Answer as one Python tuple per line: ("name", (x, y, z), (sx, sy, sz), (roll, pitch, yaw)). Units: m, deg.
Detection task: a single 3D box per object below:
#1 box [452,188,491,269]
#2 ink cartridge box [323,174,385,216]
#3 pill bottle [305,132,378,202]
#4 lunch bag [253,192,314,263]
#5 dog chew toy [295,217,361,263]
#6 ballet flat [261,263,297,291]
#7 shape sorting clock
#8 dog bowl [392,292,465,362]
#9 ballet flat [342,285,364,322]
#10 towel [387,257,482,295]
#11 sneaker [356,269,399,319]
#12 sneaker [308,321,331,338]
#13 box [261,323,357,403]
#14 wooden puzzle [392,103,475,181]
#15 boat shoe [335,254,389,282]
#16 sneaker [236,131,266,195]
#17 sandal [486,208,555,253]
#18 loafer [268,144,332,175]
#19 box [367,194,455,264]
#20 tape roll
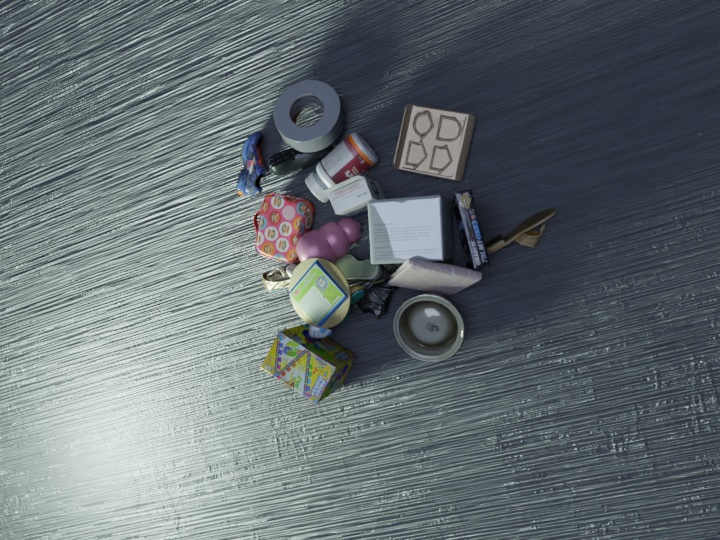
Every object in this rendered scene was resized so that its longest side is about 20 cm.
("box", (0.288, -0.103, 1.597), (0.049, 0.200, 0.199), (-15, 89, 5))
("ink cartridge box", (-0.013, -0.204, 1.686), (0.115, 0.200, 0.067), (-22, 85, 17))
("pill bottle", (-0.056, -0.292, 1.743), (0.200, 0.110, 0.110), (-39, 81, 15))
("lunch bag", (-0.240, -0.130, 1.820), (0.176, 0.082, 0.201), (16, 97, 16))
("dog chew toy", (-0.085, -0.080, 1.751), (0.200, 0.125, 0.125), (-33, 82, -9))
("ballet flat", (-0.216, 0.017, 1.803), (0.199, 0.071, 0.065), (-14, 119, 29))
("shape sorting clock", (-0.113, 0.063, 1.686), (0.199, 0.039, 0.201), (8, 108, 25))
("dog bowl", (0.193, 0.149, 1.681), (0.199, 0.074, 0.201), (5, 108, 14))
("ballet flat", (-0.046, 0.083, 1.732), (0.063, 0.068, 0.200), (62, 147, 22))
("towel", (0.192, 0.018, 1.607), (0.199, 0.191, 0.032), (10, 72, -14))
("sneaker", (0.076, 0.066, 1.735), (0.199, 0.076, 0.115), (-26, 86, 19))
("sneaker", (-0.117, 0.104, 1.781), (0.072, 0.072, 0.201), (3, 64, -11))
("box", (-0.142, 0.261, 1.741), (0.192, 0.200, 0.122), (30, 100, 13))
("wooden puzzle", (0.206, -0.357, 1.698), (0.199, 0.046, 0.186), (13, 96, 11))
("boat shoe", (0.000, 0.000, 1.731), (0.201, 0.060, 0.072), (11, 82, 53))
("sneaker", (-0.319, -0.323, 1.851), (0.078, 0.075, 0.201), (13, 104, 7))
("sandal", (0.440, -0.086, 1.630), (0.211, 0.078, 0.070), (-29, 103, 22))
("loafer", (-0.175, -0.338, 1.803), (0.200, 0.070, 0.068), (-22, 66, 0))
("box", (0.142, -0.108, 1.643), (0.198, 0.200, 0.172), (-3, 93, 18))
("tape roll", (-0.148, -0.447, 1.758), (0.199, 0.066, 0.201), (-3, 73, 10))
